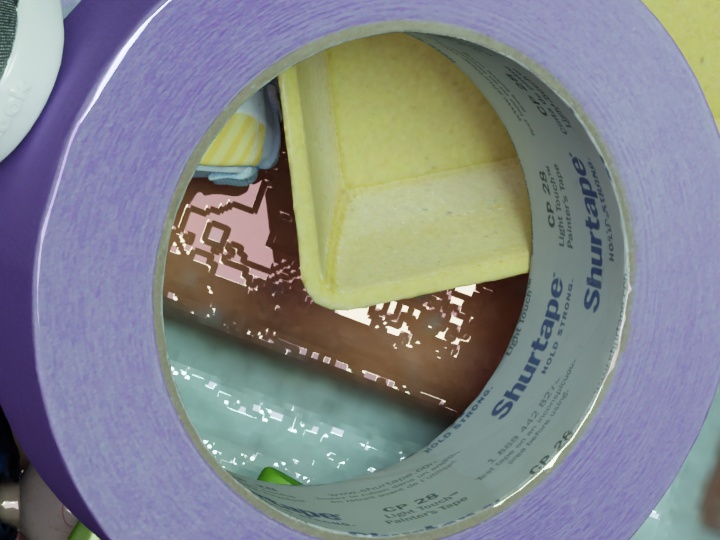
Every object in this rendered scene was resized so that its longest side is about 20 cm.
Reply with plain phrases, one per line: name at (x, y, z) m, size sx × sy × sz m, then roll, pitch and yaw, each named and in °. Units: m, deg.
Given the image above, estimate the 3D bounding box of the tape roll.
tape roll at (0.000, 0.000, 0.738) m, size 0.199 × 0.066 × 0.201 m, roll -3°, pitch 99°, yaw -21°

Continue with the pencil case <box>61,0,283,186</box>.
pencil case at (-0.063, -0.123, 0.807) m, size 0.090 × 0.083 × 0.201 m, roll 2°, pitch 88°, yaw 15°

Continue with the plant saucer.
plant saucer at (0.057, -0.105, 0.804) m, size 0.199 × 0.048 × 0.201 m, roll -11°, pitch 102°, yaw -20°

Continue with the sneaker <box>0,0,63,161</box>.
sneaker at (-0.152, -0.113, 0.736) m, size 0.112 × 0.200 × 0.073 m, roll 25°, pitch 110°, yaw -36°

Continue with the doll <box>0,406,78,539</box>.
doll at (-0.163, 0.073, 0.815) m, size 0.199 × 0.048 × 0.137 m, roll -1°, pitch 83°, yaw -10°

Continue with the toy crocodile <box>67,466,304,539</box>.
toy crocodile at (0.003, 0.118, 0.812) m, size 0.200 × 0.062 × 0.068 m, roll 35°, pitch 87°, yaw -14°
